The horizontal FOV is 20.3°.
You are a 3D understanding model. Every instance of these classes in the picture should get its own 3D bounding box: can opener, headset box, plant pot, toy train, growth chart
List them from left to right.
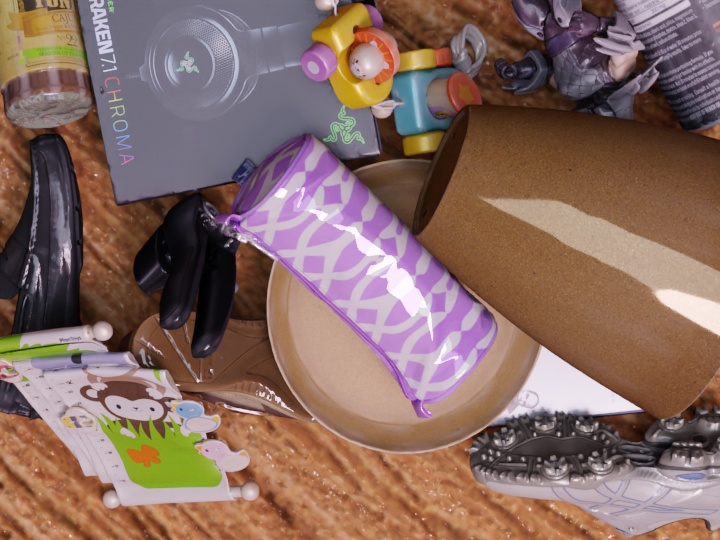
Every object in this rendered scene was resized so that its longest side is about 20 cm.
[{"bbox_3d":[-0.166,0.101,1.375,0.144,0.018,0.200,-12,132,30],"label":"growth chart"},{"bbox_3d":[-0.108,0.008,1.345,0.063,0.200,0.079,33,104,-19],"label":"can opener"},{"bbox_3d":[-0.083,-0.149,1.379,0.198,0.093,0.176,-10,96,0],"label":"headset box"},{"bbox_3d":[0.031,0.024,1.389,0.198,0.027,0.202,-1,94,-12],"label":"plant pot"},{"bbox_3d":[0.032,-0.167,1.330,0.200,0.055,0.151,41,58,-38],"label":"toy train"},{"bbox_3d":[0.141,-0.026,1.307,0.198,0.186,0.188,21,95,-10],"label":"plant pot"}]

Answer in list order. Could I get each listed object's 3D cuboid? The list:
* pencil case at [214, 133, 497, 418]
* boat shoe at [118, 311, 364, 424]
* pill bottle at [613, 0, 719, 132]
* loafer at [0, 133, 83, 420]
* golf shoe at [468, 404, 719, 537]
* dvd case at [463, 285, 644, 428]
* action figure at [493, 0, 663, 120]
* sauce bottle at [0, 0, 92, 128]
[{"bbox_3d":[0.000,0.000,1.321,0.200,0.084,0.086,43,71,-13],"label":"pencil case"},{"bbox_3d":[-0.074,0.068,1.414,0.198,0.072,0.073,8,81,-22],"label":"boat shoe"},{"bbox_3d":[0.220,-0.205,1.367,0.106,0.106,0.201,-29,95,3],"label":"pill bottle"},{"bbox_3d":[-0.228,0.005,1.405,0.070,0.068,0.203,0,99,-8],"label":"loafer"},{"bbox_3d":[0.174,0.154,1.412,0.198,0.079,0.098,0,123,-1],"label":"golf shoe"},{"bbox_3d":[0.125,0.033,1.430,0.198,0.025,0.152,-6,95,0],"label":"dvd case"},{"bbox_3d":[0.130,-0.170,1.364,0.069,0.130,0.201,-32,95,-38],"label":"action figure"},{"bbox_3d":[-0.225,-0.201,1.369,0.064,0.065,0.202,-12,78,1],"label":"sauce bottle"}]
